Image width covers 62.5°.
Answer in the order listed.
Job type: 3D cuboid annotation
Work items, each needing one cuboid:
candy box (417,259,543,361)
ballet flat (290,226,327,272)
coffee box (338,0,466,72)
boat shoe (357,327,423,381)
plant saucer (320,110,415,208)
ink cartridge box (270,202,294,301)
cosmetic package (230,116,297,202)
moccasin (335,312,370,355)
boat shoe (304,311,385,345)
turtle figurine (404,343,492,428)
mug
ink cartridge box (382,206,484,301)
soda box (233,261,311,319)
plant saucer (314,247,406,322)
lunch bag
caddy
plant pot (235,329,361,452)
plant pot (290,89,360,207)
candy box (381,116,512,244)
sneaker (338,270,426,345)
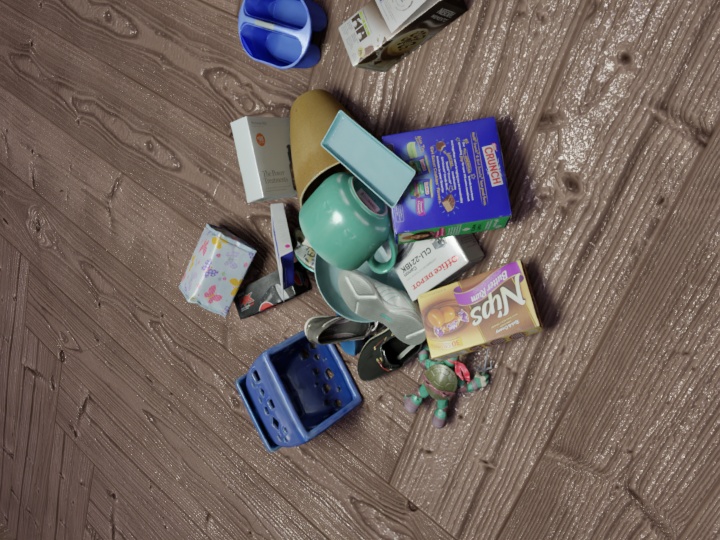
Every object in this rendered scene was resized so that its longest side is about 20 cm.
[{"bbox_3d":[0.207,0.074,1.039,0.195,0.056,0.120,-20,69,21],"label":"candy box"},{"bbox_3d":[-0.106,-0.054,1.225,0.200,0.070,0.075,-136,49,-66],"label":"ballet flat"},{"bbox_3d":[0.073,-0.440,1.039,0.197,0.112,0.082,-26,86,36],"label":"coffee box"},{"bbox_3d":[0.055,0.165,1.187,0.073,0.064,0.201,38,124,-12],"label":"boat shoe"},{"bbox_3d":[0.012,-0.188,0.991,0.200,0.019,0.071,45,110,30],"label":"plant saucer"},{"bbox_3d":[-0.163,-0.042,1.250,0.097,0.036,0.203,94,167,-45],"label":"ink cartridge box"},{"bbox_3d":[-0.163,-0.226,1.194,0.050,0.198,0.156,-12,94,33],"label":"cosmetic package"},{"bbox_3d":[-0.014,0.071,1.237,0.079,0.067,0.207,18,115,43],"label":"moccasin"},{"bbox_3d":[-0.013,0.111,1.164,0.057,0.194,0.069,32,127,58],"label":"boat shoe"},{"bbox_3d":[0.157,0.202,1.129,0.148,0.100,0.204,37,124,24],"label":"turtle figurine"},{"bbox_3d":[-0.007,-0.092,1.059,0.114,0.182,0.155,-42,51,30],"label":"mug"},{"bbox_3d":[0.116,-0.069,1.103,0.143,0.083,0.204,-36,79,34],"label":"ink cartridge box"},{"bbox_3d":[-0.207,0.048,1.366,0.197,0.063,0.073,-24,86,36],"label":"soda box"},{"bbox_3d":[0.000,0.000,1.160,0.207,0.196,0.039,68,160,3],"label":"plant saucer"},{"bbox_3d":[-0.336,-0.009,1.379,0.199,0.125,0.174,24,88,60],"label":"lunch bag"},{"bbox_3d":[-0.163,-0.488,1.196,0.196,0.104,0.146,26,112,28],"label":"caddy"},{"bbox_3d":[-0.146,0.265,1.292,0.179,0.198,0.204,-36,80,39],"label":"plant pot"},{"bbox_3d":[-0.062,-0.242,1.153,0.185,0.183,0.205,-37,64,34],"label":"plant pot"},{"bbox_3d":[0.143,-0.149,1.001,0.193,0.077,0.175,-8,79,5],"label":"candy box"},{"bbox_3d":[0.045,0.060,1.114,0.197,0.080,0.071,35,122,4],"label":"sneaker"}]
